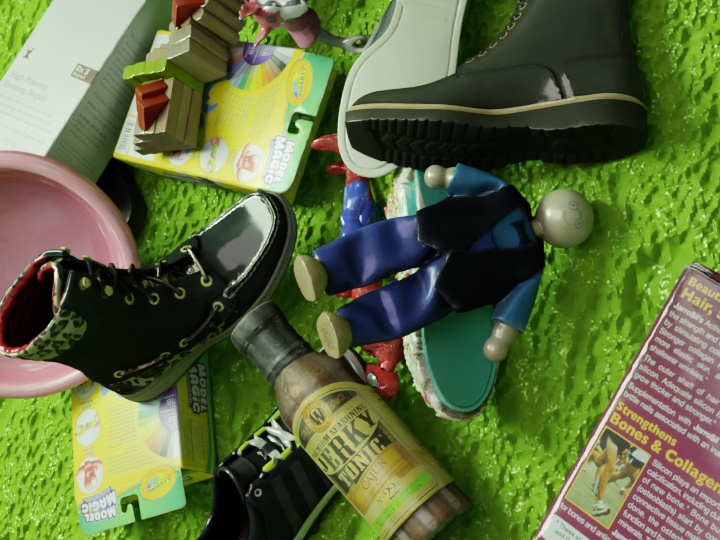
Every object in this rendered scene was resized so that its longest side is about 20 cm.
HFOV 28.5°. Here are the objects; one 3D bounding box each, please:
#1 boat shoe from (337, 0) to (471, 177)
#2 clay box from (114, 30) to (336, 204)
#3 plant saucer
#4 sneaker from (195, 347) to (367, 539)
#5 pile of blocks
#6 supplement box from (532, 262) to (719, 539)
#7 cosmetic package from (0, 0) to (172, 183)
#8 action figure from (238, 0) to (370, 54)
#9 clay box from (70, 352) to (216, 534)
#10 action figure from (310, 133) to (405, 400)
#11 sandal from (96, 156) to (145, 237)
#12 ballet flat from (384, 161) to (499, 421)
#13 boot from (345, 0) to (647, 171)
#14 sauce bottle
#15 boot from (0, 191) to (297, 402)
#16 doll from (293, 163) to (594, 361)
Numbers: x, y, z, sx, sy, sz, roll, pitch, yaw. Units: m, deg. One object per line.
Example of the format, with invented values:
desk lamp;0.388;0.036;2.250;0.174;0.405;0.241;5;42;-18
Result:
boat shoe;0.037;-0.153;1.030;0.072;0.062;0.201;18;78;4
clay box;-0.101;-0.123;1.136;0.199;0.048;0.116;16;84;38
plant saucer;-0.269;0.000;1.109;0.201;0.200;0.051;-49;15;15
sneaker;-0.058;0.143;1.009;0.072;0.083;0.201;28;94;39
pile of blocks;-0.139;-0.188;1.108;0.082;0.062;0.201;24;87;40
supplement box;0.206;0.119;0.802;0.131;0.103;0.201;35;99;39
cosmetic package;-0.237;-0.167;1.215;0.101;0.074;0.201;21;77;32
action figure;-0.039;-0.241;1.042;0.149;0.134;0.200;33;53;11
clay box;-0.176;0.104;1.134;0.114;0.048;0.201;-19;66;29
action figure;0.000;0.000;1.023;0.051;0.065;0.201;-16;63;3
sandal;-0.248;-0.104;1.255;0.076;0.043;0.200;-49;53;15
ballet flat;0.054;0.015;0.984;0.064;0.075;0.201;135;138;-57
boot;0.091;-0.144;0.968;0.199;0.078;0.139;1;69;4
sauce bottle;-0.011;0.106;0.960;0.200;0.065;0.065;45;105;17
boot;-0.152;0.009;1.023;0.204;0.154;0.074;-45;57;15
doll;0.063;-0.004;0.928;0.199;0.048;0.137;-21;81;-14
